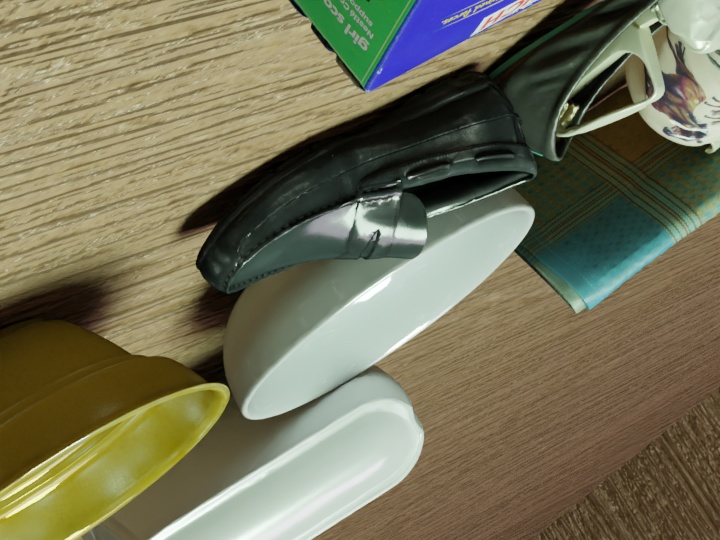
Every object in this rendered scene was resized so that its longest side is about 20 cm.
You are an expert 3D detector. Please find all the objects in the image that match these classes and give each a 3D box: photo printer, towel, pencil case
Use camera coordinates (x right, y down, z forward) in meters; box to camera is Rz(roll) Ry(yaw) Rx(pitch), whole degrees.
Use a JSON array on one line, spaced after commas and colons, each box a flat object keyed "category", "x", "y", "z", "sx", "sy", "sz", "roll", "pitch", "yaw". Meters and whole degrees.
[{"category": "photo printer", "x": -0.067, "y": 0.118, "z": 1.564, "sx": 0.200, "sy": 0.070, "sz": 0.166, "roll": -31, "pitch": -158, "yaw": -17}, {"category": "towel", "x": 0.175, "y": -0.064, "z": 1.559, "sx": 0.200, "sy": 0.147, "sz": 0.022, "roll": -35, "pitch": 128, "yaw": -6}, {"category": "pencil case", "x": 0.226, "y": -0.146, "z": 1.453, "sx": 0.078, "sy": 0.090, "sz": 0.200, "roll": -27, "pitch": 166, "yaw": -34}]

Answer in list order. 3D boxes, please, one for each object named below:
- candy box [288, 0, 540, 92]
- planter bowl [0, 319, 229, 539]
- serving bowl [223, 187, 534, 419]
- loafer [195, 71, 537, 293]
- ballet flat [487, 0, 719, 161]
[{"category": "candy box", "x": 0.071, "y": -0.171, "z": 0.956, "sx": 0.169, "sy": 0.077, "sz": 0.200, "roll": -30, "pitch": 166, "yaw": -27}, {"category": "planter bowl", "x": -0.169, "y": 0.082, "z": 1.261, "sx": 0.200, "sy": 0.084, "sz": 0.200, "roll": -33, "pitch": 168, "yaw": -8}, {"category": "serving bowl", "x": 0.000, "y": 0.000, "z": 1.451, "sx": 0.200, "sy": 0.066, "sz": 0.200, "roll": -33, "pitch": 168, "yaw": -8}, {"category": "loafer", "x": 0.007, "y": -0.036, "z": 1.318, "sx": 0.200, "sy": 0.070, "sz": 0.068, "roll": -29, "pitch": 166, "yaw": -29}, {"category": "ballet flat", "x": 0.153, "y": -0.130, "z": 1.359, "sx": 0.200, "sy": 0.068, "sz": 0.068, "roll": -42, "pitch": 166, "yaw": 29}]
